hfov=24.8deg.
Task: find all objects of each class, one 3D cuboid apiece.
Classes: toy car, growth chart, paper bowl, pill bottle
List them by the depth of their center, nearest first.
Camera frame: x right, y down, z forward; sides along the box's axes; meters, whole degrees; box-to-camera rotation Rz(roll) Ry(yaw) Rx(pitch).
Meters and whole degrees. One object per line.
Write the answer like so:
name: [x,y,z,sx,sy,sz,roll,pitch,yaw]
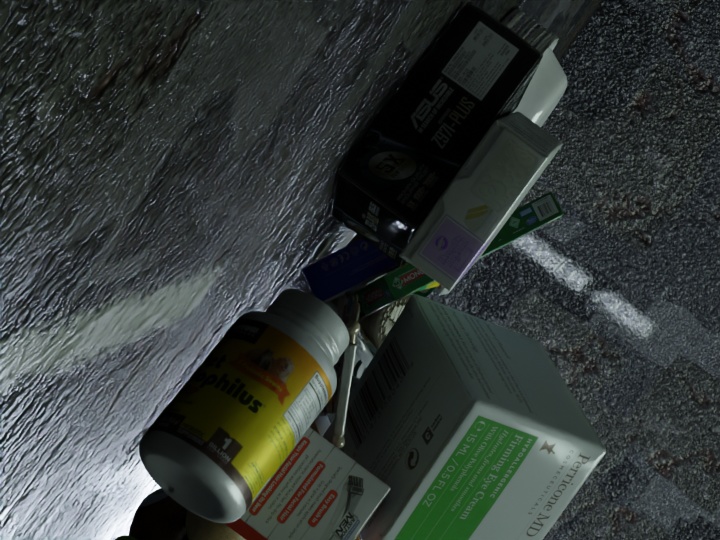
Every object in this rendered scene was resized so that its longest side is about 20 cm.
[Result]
pill bottle: [-0.095,0.113,1.425,0.200,0.109,0.109,-52,176,-29]
growth chart: [-0.016,0.091,1.603,0.200,0.018,0.145,-110,-154,-81]
toy car: [-0.150,0.241,1.657,0.164,0.158,0.200,-35,153,-46]
paper bowl: [0.166,-0.196,1.919,0.201,0.104,0.201,-53,175,-6]

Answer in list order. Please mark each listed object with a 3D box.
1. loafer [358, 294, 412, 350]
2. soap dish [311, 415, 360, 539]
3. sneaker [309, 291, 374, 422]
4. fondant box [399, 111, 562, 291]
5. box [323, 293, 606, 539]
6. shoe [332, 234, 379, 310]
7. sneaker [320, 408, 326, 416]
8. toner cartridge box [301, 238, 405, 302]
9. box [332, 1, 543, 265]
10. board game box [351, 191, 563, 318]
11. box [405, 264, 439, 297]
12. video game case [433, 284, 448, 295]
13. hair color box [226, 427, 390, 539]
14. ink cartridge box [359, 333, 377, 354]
loafer: [0.027,0.055,1.845,0.076,0.067,0.200,-65,165,-4]
soap dish: [-0.088,0.228,1.799,0.081,0.158,0.200,-24,-171,-28]
sneaker: [-0.042,0.110,1.794,0.112,0.073,0.200,-39,142,-2]
fondant box: [0.112,-0.066,1.467,0.145,0.058,0.200,-54,175,12]
box: [0.098,0.173,1.635,0.199,0.171,0.200,-58,-150,20]
shoe: [0.000,0.000,1.806,0.200,0.053,0.070,-48,175,33]
sneaker: [-0.094,0.111,1.701,0.088,0.082,0.200,-10,-176,-10]
toner cartridge box: [0.047,-0.031,1.655,0.199,0.043,0.095,-27,178,26]
box: [0.067,-0.122,1.501,0.200,0.086,0.164,-53,176,-10]
board game box: [0.094,-0.014,1.652,0.199,0.029,0.135,-27,179,-19]
box: [0.073,-0.068,1.805,0.048,0.118,0.200,-13,147,-38]
video game case: [0.099,-0.089,1.819,0.017,0.143,0.200,-12,147,-40]
hair color box: [-0.086,0.191,1.521,0.111,0.200,0.064,-52,175,-22]
ink cartridge box: [-0.014,0.145,1.959,0.146,0.200,0.084,-50,174,-46]
